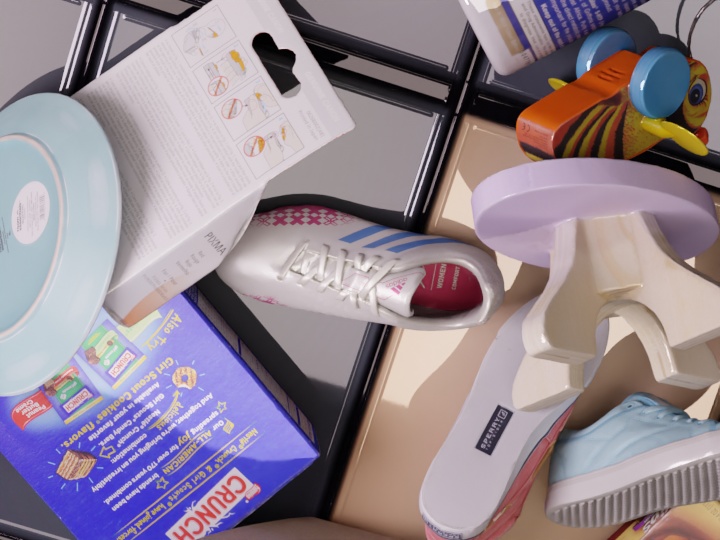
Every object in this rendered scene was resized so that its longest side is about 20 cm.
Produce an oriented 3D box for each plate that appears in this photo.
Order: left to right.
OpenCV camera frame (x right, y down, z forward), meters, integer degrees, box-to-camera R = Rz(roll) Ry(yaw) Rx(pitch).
[{"bbox_3d":[-0.227,-0.020,1.675,0.025,0.200,0.201,14,107,-42],"label":"plate"}]

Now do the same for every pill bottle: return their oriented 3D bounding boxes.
[{"bbox_3d":[0.151,-0.222,1.660,0.199,0.120,0.120,-27,103,6],"label":"pill bottle"}]

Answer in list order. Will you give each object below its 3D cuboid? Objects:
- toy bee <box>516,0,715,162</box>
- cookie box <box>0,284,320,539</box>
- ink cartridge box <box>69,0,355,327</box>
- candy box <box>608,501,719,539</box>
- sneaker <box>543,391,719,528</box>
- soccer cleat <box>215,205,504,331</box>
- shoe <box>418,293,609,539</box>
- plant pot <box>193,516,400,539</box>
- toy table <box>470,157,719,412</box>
[{"bbox_3d":[0.196,-0.109,1.697,0.199,0.131,0.109,-27,128,-5],"label":"toy bee"},{"bbox_3d":[-0.153,0.095,1.754,0.171,0.075,0.200,-38,101,7],"label":"cookie box"},{"bbox_3d":[-0.111,-0.081,1.679,0.199,0.163,0.050,-32,144,1],"label":"ink cartridge box"},{"bbox_3d":[0.260,0.246,1.803,0.117,0.056,0.200,-44,100,9],"label":"candy box"},{"bbox_3d":[0.201,0.113,1.727,0.199,0.082,0.074,-18,149,38],"label":"sneaker"},{"bbox_3d":[0.000,0.000,1.728,0.199,0.086,0.070,6,104,-2],"label":"soccer cleat"},{"bbox_3d":[0.103,0.106,1.769,0.071,0.091,0.201,30,73,11],"label":"shoe"},{"bbox_3d":[-0.024,0.270,1.722,0.199,0.177,0.201,12,114,24],"label":"plant pot"},{"bbox_3d":[0.161,0.010,1.674,0.199,0.184,0.118,6,65,-34],"label":"toy table"}]
